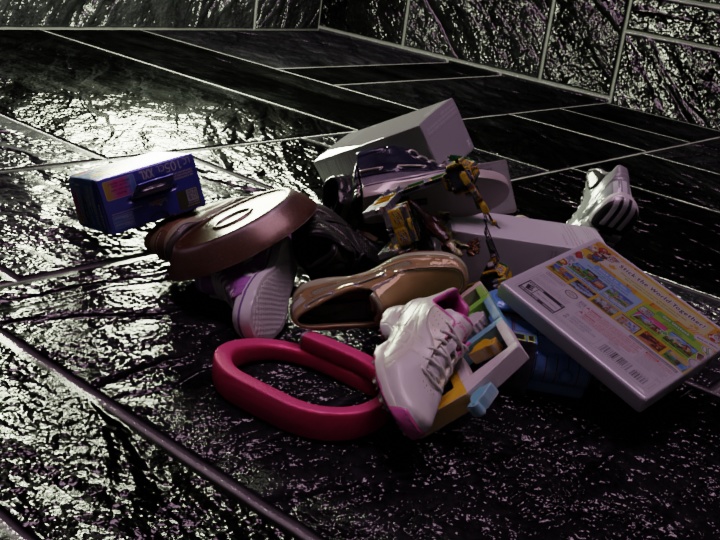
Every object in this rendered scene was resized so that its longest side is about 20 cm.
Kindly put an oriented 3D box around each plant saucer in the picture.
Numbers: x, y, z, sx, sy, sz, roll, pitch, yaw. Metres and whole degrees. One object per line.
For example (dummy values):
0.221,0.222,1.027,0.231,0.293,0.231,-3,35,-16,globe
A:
-0.148,-0.050,1.213,0.198,0.035,0.200,-24,16,7,plant saucer

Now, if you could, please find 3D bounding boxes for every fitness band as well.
-0.055,0.109,1.000,0.198,0.038,0.143,20,23,32,fitness band

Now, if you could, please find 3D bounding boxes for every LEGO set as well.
0.089,-0.025,1.153,0.152,0.202,0.116,-7,15,19,LEGO set

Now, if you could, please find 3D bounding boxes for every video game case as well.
0.275,0.051,1.087,0.181,0.023,0.200,-22,50,-38,video game case

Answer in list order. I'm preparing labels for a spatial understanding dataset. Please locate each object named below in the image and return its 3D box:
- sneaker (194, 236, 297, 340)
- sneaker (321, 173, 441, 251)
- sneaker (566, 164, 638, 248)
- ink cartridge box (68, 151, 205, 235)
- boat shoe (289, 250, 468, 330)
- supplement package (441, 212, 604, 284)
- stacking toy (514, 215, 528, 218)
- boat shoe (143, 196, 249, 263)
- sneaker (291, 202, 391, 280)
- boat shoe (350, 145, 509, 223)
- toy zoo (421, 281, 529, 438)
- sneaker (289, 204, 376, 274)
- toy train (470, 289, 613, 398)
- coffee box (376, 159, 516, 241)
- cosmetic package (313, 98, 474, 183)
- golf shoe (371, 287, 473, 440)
-0.143,0.029,1.166,0.113,0.073,0.201,-8,22,10,sneaker
0.020,-0.059,1.304,0.098,0.071,0.200,-8,43,-37,sneaker
0.317,-0.071,1.394,0.074,0.200,0.116,21,52,-14,sneaker
-0.293,-0.104,1.328,0.135,0.077,0.199,-21,17,-25,ink cartridge box
0.022,0.033,1.084,0.198,0.072,0.076,-16,14,3,boat shoe
0.201,0.001,1.283,0.197,0.118,0.117,9,19,-1,supplement package
0.149,-0.029,1.412,0.198,0.086,0.085,-5,23,-21,stacking toy
-0.210,-0.060,1.353,0.073,0.077,0.199,13,19,29,boat shoe
0.000,0.000,1.228,0.198,0.077,0.115,32,25,-9,sneaker
0.082,-0.120,1.262,0.197,0.075,0.094,-5,51,-3,boat shoe
0.095,0.091,1.007,0.021,0.131,0.200,50,9,-20,toy zoo
-0.047,-0.034,1.354,0.198,0.073,0.115,-3,36,-27,sneaker
0.205,0.087,1.104,0.197,0.088,0.115,11,29,1,toy train
0.111,-0.099,1.467,0.199,0.081,0.112,-10,3,45,coffee box
0.046,-0.161,1.410,0.199,0.091,0.107,-17,18,39,cosmetic package
0.063,0.078,0.957,0.091,0.076,0.201,-29,24,18,golf shoe
